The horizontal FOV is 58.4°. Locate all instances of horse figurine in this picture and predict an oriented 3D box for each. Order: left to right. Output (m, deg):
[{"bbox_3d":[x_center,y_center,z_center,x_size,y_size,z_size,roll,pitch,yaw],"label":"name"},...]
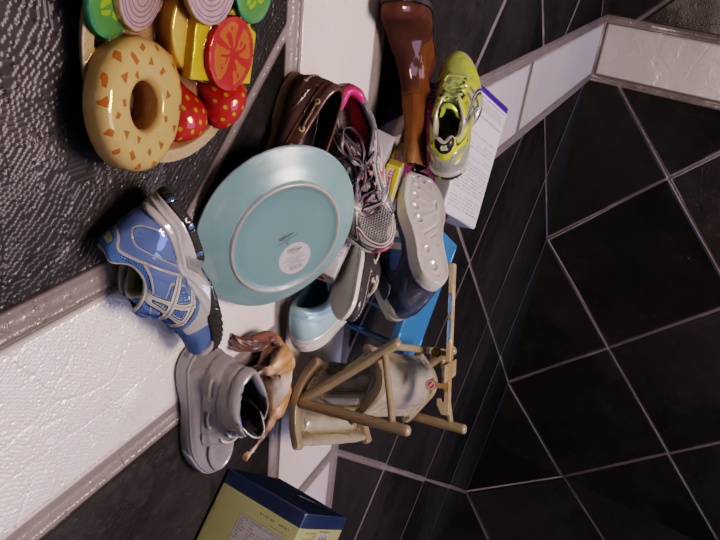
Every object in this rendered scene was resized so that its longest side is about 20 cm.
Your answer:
[{"bbox_3d":[-0.125,0.151,0.847,0.133,0.049,0.204,-45,147,-45],"label":"horse figurine"}]

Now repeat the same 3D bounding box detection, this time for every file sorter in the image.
[{"bbox_3d":[0.059,0.021,1.068,0.205,0.120,0.138,-69,158,-2],"label":"file sorter"}]

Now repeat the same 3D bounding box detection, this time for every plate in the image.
[{"bbox_3d":[-0.084,-0.039,0.703,0.197,0.026,0.204,-24,135,-25],"label":"plate"}]

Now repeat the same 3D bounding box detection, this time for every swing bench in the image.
[{"bbox_3d":[0.025,0.186,0.950,0.197,0.196,0.134,17,63,-56],"label":"swing bench"}]

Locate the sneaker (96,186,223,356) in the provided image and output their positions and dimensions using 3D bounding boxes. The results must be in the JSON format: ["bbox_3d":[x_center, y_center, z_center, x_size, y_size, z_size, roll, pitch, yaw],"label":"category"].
[{"bbox_3d":[-0.182,0.015,0.600,0.076,0.076,0.203,-31,141,-22],"label":"sneaker"}]

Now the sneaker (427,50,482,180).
[{"bbox_3d":[0.137,-0.232,0.913,0.077,0.073,0.205,71,24,-66],"label":"sneaker"}]

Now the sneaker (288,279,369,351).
[{"bbox_3d":[-0.035,0.024,0.921,0.201,0.072,0.084,-54,149,-44],"label":"sneaker"}]

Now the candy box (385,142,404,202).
[{"bbox_3d":[0.044,-0.123,0.950,0.201,0.026,0.105,-67,176,-70],"label":"candy box"}]

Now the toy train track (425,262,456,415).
[{"bbox_3d":[0.112,0.093,0.888,0.114,0.032,0.206,14,79,-74],"label":"toy train track"}]

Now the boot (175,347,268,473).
[{"bbox_3d":[-0.154,0.178,0.742,0.074,0.094,0.204,-46,147,-43],"label":"boot"}]

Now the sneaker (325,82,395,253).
[{"bbox_3d":[-0.005,-0.118,0.767,0.079,0.074,0.205,-22,101,-19],"label":"sneaker"}]

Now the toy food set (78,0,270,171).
[{"bbox_3d":[-0.146,-0.185,0.523,0.199,0.048,0.203,-25,130,-59],"label":"toy food set"}]

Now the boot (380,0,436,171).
[{"bbox_3d":[0.062,-0.248,0.878,0.188,0.066,0.206,15,79,-80],"label":"boot"}]

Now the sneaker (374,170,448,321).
[{"bbox_3d":[0.058,-0.027,0.934,0.147,0.079,0.205,-46,-141,46],"label":"sneaker"}]

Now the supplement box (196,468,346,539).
[{"bbox_3d":[-0.141,0.417,0.919,0.204,0.132,0.200,-64,157,-13],"label":"supplement box"}]

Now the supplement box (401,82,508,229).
[{"bbox_3d":[0.147,-0.182,1.026,0.102,0.100,0.205,18,86,-47],"label":"supplement box"}]

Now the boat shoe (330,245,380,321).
[{"bbox_3d":[0.000,0.000,0.883,0.074,0.060,0.202,-47,-156,28],"label":"boat shoe"}]

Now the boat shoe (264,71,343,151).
[{"bbox_3d":[-0.073,-0.116,0.721,0.070,0.069,0.205,-9,118,-63],"label":"boat shoe"}]

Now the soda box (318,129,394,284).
[{"bbox_3d":[-0.022,-0.089,0.844,0.068,0.062,0.204,108,6,-80],"label":"soda box"}]
